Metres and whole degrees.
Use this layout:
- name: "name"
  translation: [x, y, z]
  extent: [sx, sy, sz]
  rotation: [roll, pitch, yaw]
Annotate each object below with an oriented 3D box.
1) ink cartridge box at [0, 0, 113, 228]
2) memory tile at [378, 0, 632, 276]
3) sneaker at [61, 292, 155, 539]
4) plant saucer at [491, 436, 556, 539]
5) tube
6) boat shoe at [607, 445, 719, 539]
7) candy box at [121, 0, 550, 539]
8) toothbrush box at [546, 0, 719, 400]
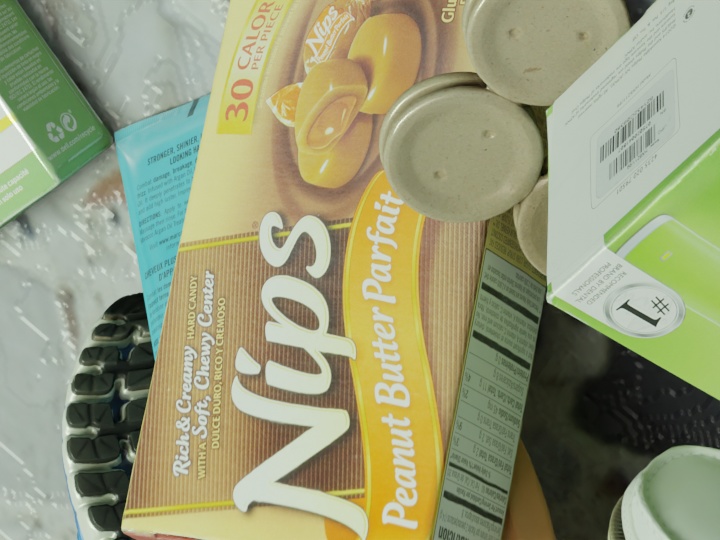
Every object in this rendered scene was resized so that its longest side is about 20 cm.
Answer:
- name: "ink cartridge box"
  translation: [-0.202, -0.093, 1.121]
  extent: [0.145, 0.048, 0.201]
  rotation: [-30, 97, 38]
- name: "memory tile"
  translation: [0.109, -0.071, 0.877]
  extent: [0.153, 0.017, 0.200]
  rotation: [24, 123, -20]
- name: "sneaker"
  translation: [-0.077, 0.106, 1.086]
  extent: [0.089, 0.078, 0.201]
  rotation: [133, 138, -68]
- name: "plant saucer"
  translation: [0.010, 0.128, 1.029]
  extent: [0.200, 0.037, 0.202]
  rotation: [178, 90, -65]
- name: "tube"
  translation: [-0.047, 0.031, 1.042]
  extent: [0.077, 0.050, 0.201]
  rotation: [-20, 70, 29]
- name: "boat shoe"
  translation: [0.161, 0.104, 0.872]
  extent: [0.199, 0.075, 0.069]
  rotation: [32, 145, 25]
- name: "candy box"
  translation: [0.000, 0.000, 0.969]
  extent: [0.115, 0.055, 0.201]
  rotation: [4, 77, 30]
- name: "toothbrush box"
  translation: [0.173, -0.016, 0.849]
  extent: [0.199, 0.086, 0.146]
  rotation: [29, 129, -24]
